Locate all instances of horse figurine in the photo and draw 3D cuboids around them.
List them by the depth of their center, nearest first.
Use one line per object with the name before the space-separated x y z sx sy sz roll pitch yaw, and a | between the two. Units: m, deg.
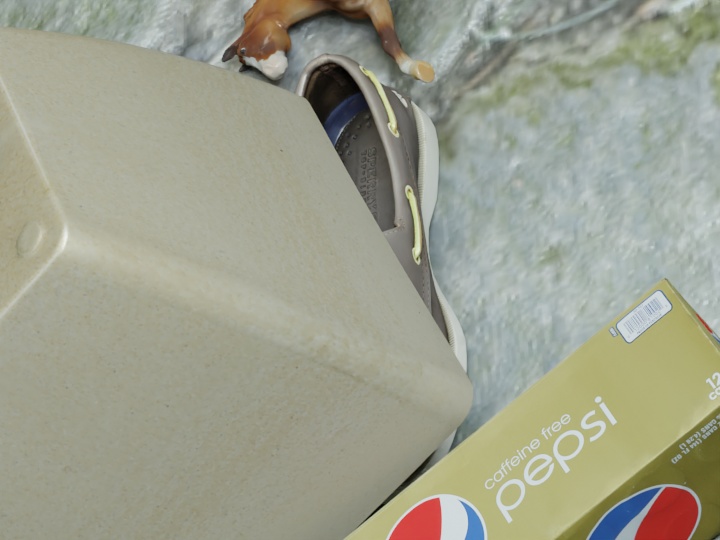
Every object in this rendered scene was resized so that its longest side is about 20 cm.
horse figurine | 0.004 -0.172 1.158 0.132 0.050 0.201 30 112 57

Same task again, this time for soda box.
soda box | 0.065 0.099 0.974 0.200 0.068 0.064 -39 48 8

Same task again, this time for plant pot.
plant pot | -0.112 0.024 1.008 0.200 0.177 0.200 -46 46 16

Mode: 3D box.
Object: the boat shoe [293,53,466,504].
boat shoe | 0.000 0.000 1.087 0.072 0.060 0.201 -19 53 25
